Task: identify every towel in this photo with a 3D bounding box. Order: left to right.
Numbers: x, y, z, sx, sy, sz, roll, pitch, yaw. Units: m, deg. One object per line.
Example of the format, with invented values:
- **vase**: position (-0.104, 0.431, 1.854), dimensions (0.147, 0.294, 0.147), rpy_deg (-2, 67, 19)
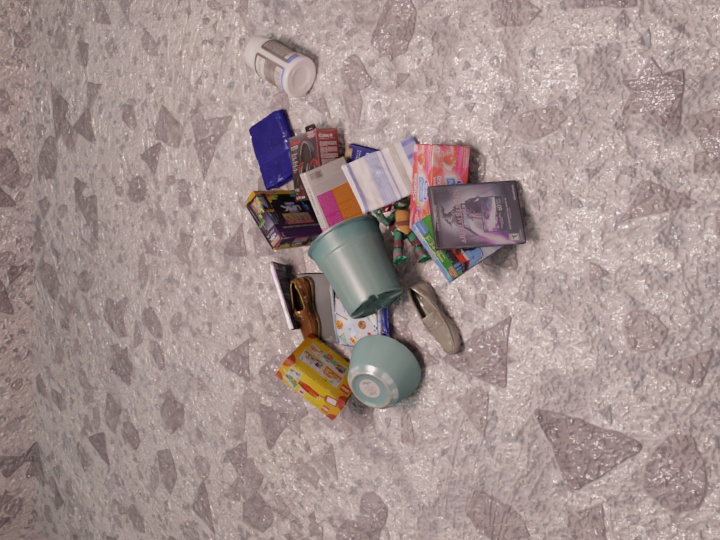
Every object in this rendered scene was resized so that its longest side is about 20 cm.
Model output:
- **towel**: position (-0.246, -0.353, 1.892), dimensions (0.147, 0.049, 0.201), rpy_deg (-22, 82, 33)
- **towel**: position (0.067, -0.235, 1.567), dimensions (0.199, 0.024, 0.148), rpy_deg (-23, 70, -1)

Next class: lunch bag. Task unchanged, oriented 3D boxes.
- **lunch bag**: position (0.010, 0.117, 1.731), dimensions (0.159, 0.075, 0.202), rpy_deg (2, 99, 35)

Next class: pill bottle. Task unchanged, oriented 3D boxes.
- **pill bottle**: position (-0.228, -0.574, 1.792), dimensions (0.200, 0.113, 0.114), rpy_deg (38, 120, 30)

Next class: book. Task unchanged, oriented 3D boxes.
- **book**: position (-0.063, -0.178, 1.670), dimensions (0.048, 0.133, 0.201), rpy_deg (-6, 108, 53)

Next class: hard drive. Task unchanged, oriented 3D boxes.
- **hard drive**: position (-0.117, 0.108, 1.863), dimensions (0.139, 0.033, 0.202), rpy_deg (-2, 96, 40)

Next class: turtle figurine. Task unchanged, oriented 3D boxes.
- **turtle figurine**: position (0.110, -0.118, 1.594), dimensions (0.148, 0.101, 0.202), rpy_deg (-10, 74, -1)

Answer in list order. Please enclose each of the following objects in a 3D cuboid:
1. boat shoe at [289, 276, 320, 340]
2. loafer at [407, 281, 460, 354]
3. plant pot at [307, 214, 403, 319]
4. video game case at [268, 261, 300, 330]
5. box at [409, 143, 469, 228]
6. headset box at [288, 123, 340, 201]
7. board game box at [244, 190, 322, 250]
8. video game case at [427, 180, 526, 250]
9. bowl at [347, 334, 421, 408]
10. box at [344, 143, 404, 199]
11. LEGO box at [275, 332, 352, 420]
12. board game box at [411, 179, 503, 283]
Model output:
- **boat shoe**: position (-0.166, 0.119, 1.839), dimensions (0.072, 0.068, 0.202), rpy_deg (-8, 93, 39)
- **loafer**: position (0.177, 0.120, 1.590), dimensions (0.070, 0.070, 0.201), rpy_deg (-43, 70, 36)
- **plant pot**: position (0.000, 0.000, 1.592), dimensions (0.200, 0.199, 0.197), rpy_deg (-42, 66, 36)
- **video game case**: position (-0.215, 0.075, 1.879), dimensions (0.019, 0.143, 0.202), rpy_deg (-18, 84, 6)
- **box**: position (0.183, -0.191, 1.497), dimensions (0.095, 0.102, 0.202), rpy_deg (-154, 65, -64)
- **headset box**: position (-0.123, -0.296, 1.756), dimensions (0.148, 0.075, 0.202), rpy_deg (0, 97, 54)
- **board game box**: position (-0.199, -0.144, 1.782), dimensions (0.057, 0.199, 0.166), rpy_deg (-47, 68, 33)
- **video game case**: position (0.253, -0.121, 1.403), dimensions (0.019, 0.198, 0.144), rpy_deg (111, 154, -74)
- **bowl**: position (0.047, 0.277, 1.658), dimensions (0.199, 0.105, 0.202), rpy_deg (14, 126, 20)
- **box**: position (0.036, -0.254, 1.675), dimensions (0.199, 0.032, 0.122), rpy_deg (20, 110, 35)
- **LEGO box**: position (-0.109, 0.288, 1.768), dimensions (0.200, 0.149, 0.077), rpy_deg (38, 123, 4)
- **board game box**: position (0.237, -0.089, 1.430), dimensions (0.152, 0.199, 0.037), rpy_deg (55, 167, 10)
